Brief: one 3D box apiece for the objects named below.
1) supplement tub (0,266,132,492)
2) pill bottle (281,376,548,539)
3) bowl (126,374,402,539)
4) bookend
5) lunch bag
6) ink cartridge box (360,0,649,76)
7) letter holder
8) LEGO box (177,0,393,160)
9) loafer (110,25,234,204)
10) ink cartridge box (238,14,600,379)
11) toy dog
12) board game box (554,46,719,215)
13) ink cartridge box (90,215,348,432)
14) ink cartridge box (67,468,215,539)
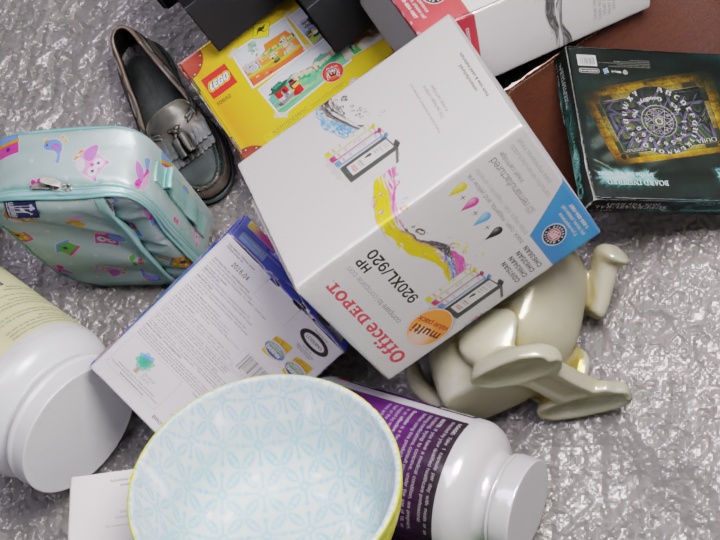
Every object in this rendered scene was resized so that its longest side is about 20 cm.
[{"bbox_3d":[-0.307,0.087,1.532,0.200,0.145,0.145,32,80,30],"label":"supplement tub"},{"bbox_3d":[0.040,0.158,1.387,0.199,0.112,0.113,15,72,26],"label":"pill bottle"},{"bbox_3d":[-0.062,0.186,1.306,0.199,0.108,0.201,-5,48,6],"label":"bowl"},{"bbox_3d":[-0.070,-0.254,1.544,0.198,0.092,0.200,-38,59,2],"label":"bookend"},{"bbox_3d":[-0.219,-0.051,1.532,0.160,0.200,0.077,1,68,19],"label":"lunch bag"},{"bbox_3d":[0.109,-0.238,1.404,0.199,0.083,0.147,-24,51,-8],"label":"ink cartridge box"},{"bbox_3d":[0.214,-0.165,1.492,0.200,0.142,0.101,-35,27,-1],"label":"letter holder"},{"bbox_3d":[-0.040,-0.178,1.595,0.200,0.077,0.149,-36,58,1],"label":"LEGO box"},{"bbox_3d":[-0.183,-0.145,1.642,0.072,0.063,0.200,-34,59,3],"label":"loafer"},{"bbox_3d":[0.042,-0.052,1.324,0.200,0.147,0.145,-35,46,8],"label":"ink cartridge box"},{"bbox_3d":[0.125,0.014,1.427,0.193,0.139,0.201,-24,55,44],"label":"toy dog"},{"bbox_3d":[0.258,-0.109,1.411,0.199,0.028,0.136,1,67,-18],"label":"board game box"},{"bbox_3d":[-0.099,0.053,1.449,0.200,0.076,0.136,-43,96,17],"label":"ink cartridge box"},{"bbox_3d":[-0.151,0.268,1.399,0.125,0.129,0.201,-10,64,16],"label":"ink cartridge box"}]
